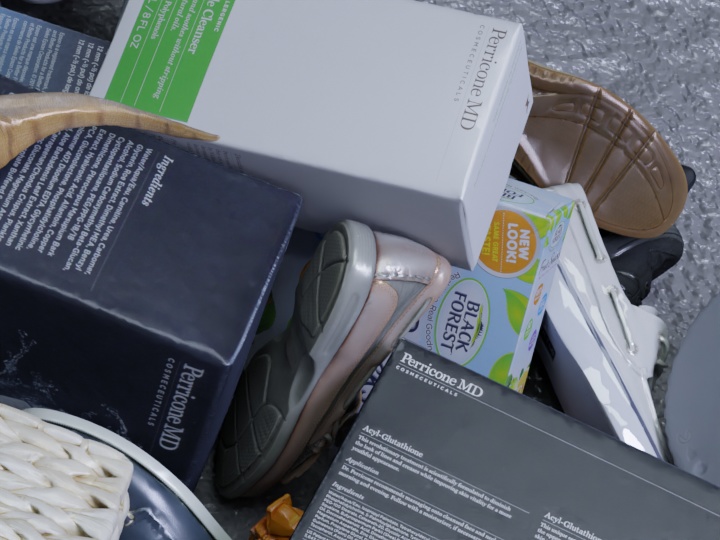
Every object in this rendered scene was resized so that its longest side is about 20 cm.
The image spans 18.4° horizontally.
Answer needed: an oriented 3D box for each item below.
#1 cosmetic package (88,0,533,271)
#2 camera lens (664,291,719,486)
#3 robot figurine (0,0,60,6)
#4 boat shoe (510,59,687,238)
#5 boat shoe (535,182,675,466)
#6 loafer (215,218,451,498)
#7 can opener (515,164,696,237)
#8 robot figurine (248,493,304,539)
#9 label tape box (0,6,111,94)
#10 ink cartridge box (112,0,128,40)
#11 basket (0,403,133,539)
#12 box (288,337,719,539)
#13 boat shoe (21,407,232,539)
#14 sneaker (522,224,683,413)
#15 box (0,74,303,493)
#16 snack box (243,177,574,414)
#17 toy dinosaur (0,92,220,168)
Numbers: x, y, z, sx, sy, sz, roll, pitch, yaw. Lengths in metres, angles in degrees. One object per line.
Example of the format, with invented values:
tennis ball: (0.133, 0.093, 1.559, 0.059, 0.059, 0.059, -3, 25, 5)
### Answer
cosmetic package: (-0.023, -0.083, 1.123, 0.200, 0.085, 0.108, 12, 67, 14)
camera lens: (0.280, 0.091, 1.193, 0.200, 0.160, 0.160, 27, 41, -41)
robot figurine: (-0.221, -0.235, 1.343, 0.200, 0.113, 0.170, 26, 90, 24)
boat shoe: (0.098, -0.087, 1.287, 0.200, 0.072, 0.072, 28, 95, -8)
boat shoe: (0.136, 0.042, 1.215, 0.066, 0.072, 0.200, -20, 67, -13)
loafer: (-0.017, 0.056, 1.146, 0.063, 0.200, 0.072, 11, 45, -20)
can opener: (0.102, -0.033, 1.337, 0.200, 0.079, 0.063, -15, 67, -16)
robot figurine: (0.043, 0.177, 1.157, 0.200, 0.058, 0.145, 40, 55, 15)
label tape box: (-0.192, -0.073, 1.275, 0.200, 0.066, 0.143, 18, 50, -11)
ink cartridge box: (-0.046, -0.111, 1.294, 0.200, 0.044, 0.174, 23, 21, -10)
basket: (-0.190, 0.159, 1.013, 0.135, 0.200, 0.123, 22, 46, 0)
box: (0.075, 0.142, 1.071, 0.200, 0.079, 0.141, 26, 60, 8)
boat shoe: (-0.106, 0.148, 1.099, 0.200, 0.075, 0.062, 46, 52, -19)
sneaker: (0.128, 0.045, 1.288, 0.200, 0.060, 0.104, -20, 67, -29)
box: (-0.156, 0.023, 1.125, 0.200, 0.197, 0.117, 21, 51, -1)
snack box: (0.000, 0.000, 1.197, 0.200, 0.142, 0.053, 20, 21, 16)
toy dinosaur: (-0.181, -0.066, 1.034, 0.200, 0.060, 0.106, -26, 89, -24)
